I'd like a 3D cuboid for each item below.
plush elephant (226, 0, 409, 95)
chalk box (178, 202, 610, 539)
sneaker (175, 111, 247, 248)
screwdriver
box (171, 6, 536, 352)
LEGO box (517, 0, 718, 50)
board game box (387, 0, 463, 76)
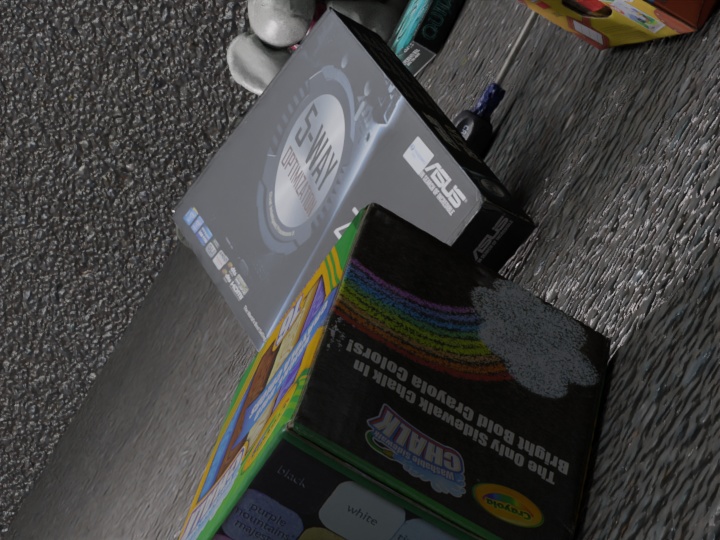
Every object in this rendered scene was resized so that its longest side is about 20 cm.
[{"bbox_3d":[-0.048,-0.237,2.349,0.165,0.155,0.200,-60,7,5],"label":"plush elephant"},{"bbox_3d":[0.006,0.095,0.955,0.124,0.125,0.200,-55,9,37],"label":"chalk box"},{"bbox_3d":[-0.137,-0.112,2.785,0.199,0.076,0.114,-54,8,21],"label":"sneaker"},{"bbox_3d":[0.097,-0.132,1.545,0.200,0.028,0.029,-59,39,9],"label":"screwdriver"},{"bbox_3d":[-0.009,-0.028,1.350,0.160,0.044,0.200,-50,44,16],"label":"box"},{"bbox_3d":[0.152,-0.199,1.243,0.149,0.077,0.200,-61,8,-2],"label":"LEGO box"},{"bbox_3d":[0.072,-0.250,2.106,0.200,0.028,0.135,-64,9,-23],"label":"board game box"}]
